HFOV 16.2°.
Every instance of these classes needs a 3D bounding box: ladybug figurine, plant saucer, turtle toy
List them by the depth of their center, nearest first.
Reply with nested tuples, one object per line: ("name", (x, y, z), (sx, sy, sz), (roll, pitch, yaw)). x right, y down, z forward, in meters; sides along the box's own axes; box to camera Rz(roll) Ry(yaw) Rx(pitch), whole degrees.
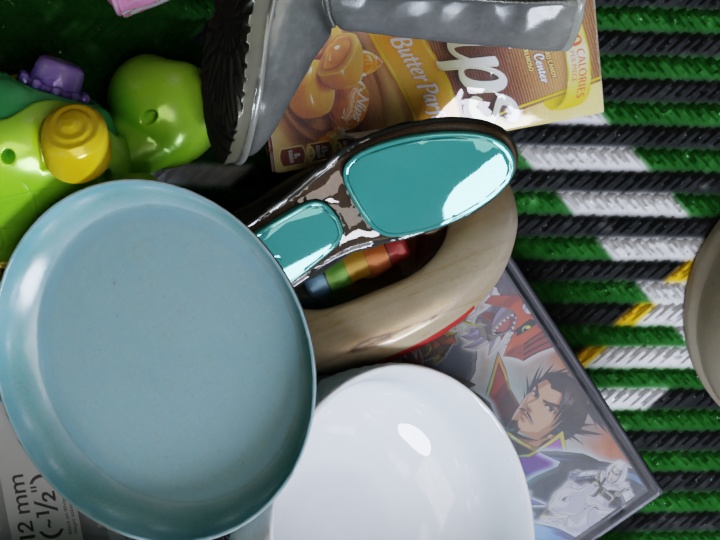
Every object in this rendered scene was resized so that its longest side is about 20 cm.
("plant saucer", (-0.109, 0.048, 1.374), (0.199, 0.027, 0.202), (5, 103, 24))
("turtle toy", (-0.172, -0.064, 1.423), (0.198, 0.102, 0.146), (-11, 148, -6))
("ladybug figurine", (0.000, 0.000, 1.482), (0.198, 0.137, 0.072), (-19, 146, 6))

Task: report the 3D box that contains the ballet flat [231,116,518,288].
("ballet flat", (-0.008, -0.043, 1.427), (0.199, 0.069, 0.068), (-23, 117, 6))

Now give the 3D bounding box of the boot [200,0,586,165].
("boot", (0.021, -0.137, 1.390), (0.198, 0.073, 0.183), (-1, 127, -26))

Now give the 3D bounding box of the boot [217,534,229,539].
("boot", (-0.045, 0.204, 1.576), (0.199, 0.066, 0.166), (-28, 99, 0))

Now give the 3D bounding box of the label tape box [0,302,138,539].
("label tape box", (-0.206, 0.092, 1.464), (0.198, 0.066, 0.145), (-9, 96, 10))

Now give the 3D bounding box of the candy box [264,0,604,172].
("candy box", (0.035, -0.135, 1.460), (0.198, 0.055, 0.116), (-10, 117, -5))

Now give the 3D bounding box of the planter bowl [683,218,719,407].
("planter bowl", (0.312, 0.045, 1.550), (0.198, 0.135, 0.202), (-4, 115, -9))

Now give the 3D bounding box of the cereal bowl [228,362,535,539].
("cereal bowl", (0.002, 0.155, 1.450), (0.199, 0.083, 0.202), (5, 83, -39))

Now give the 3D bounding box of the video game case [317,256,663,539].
("video game case", (0.055, 0.101, 1.529), (0.180, 0.026, 0.201), (-34, 91, -4))

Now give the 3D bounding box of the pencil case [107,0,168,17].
("pencil case", (-0.061, -0.210, 1.395), (0.199, 0.087, 0.083), (-21, 93, -2))
